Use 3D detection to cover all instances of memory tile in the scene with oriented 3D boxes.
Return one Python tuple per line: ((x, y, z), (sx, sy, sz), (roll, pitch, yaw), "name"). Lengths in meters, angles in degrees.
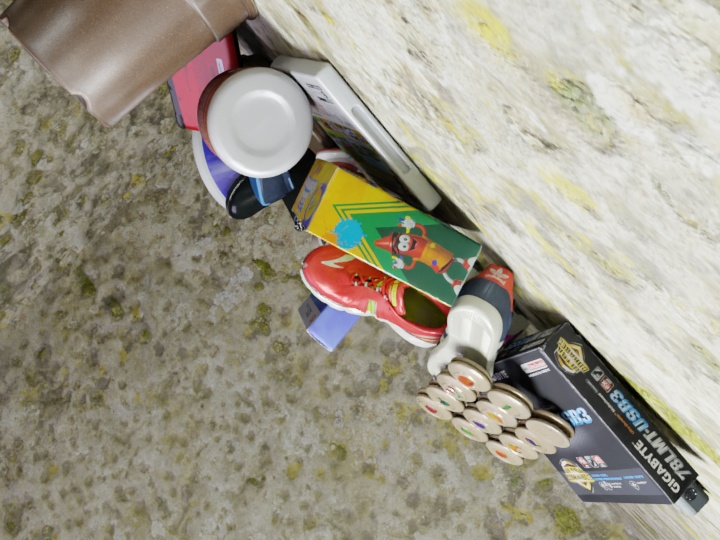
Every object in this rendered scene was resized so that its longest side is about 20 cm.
((0.143, 0.162, 0.973), (0.152, 0.017, 0.200), (33, 157, 3), "memory tile")

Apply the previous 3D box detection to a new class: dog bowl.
((-0.213, -0.213, 1.575), (0.200, 0.078, 0.203), (40, -137, -53), "dog bowl")

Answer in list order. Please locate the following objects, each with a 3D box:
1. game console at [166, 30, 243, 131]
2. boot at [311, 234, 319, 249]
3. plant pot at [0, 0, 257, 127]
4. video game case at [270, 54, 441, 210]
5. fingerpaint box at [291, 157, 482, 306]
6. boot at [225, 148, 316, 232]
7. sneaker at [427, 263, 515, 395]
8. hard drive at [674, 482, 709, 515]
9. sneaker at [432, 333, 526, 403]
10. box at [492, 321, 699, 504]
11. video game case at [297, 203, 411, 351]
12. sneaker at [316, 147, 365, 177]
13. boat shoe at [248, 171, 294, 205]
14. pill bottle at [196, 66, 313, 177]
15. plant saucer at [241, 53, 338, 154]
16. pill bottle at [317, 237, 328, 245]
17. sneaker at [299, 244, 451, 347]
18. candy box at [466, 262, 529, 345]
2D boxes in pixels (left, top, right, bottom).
((-0.201, -0.292, 1.130), (0.170, 0.119, 0.202), (14, 138, 20), "game console")
((0.019, -0.044, 1.436), (0.070, 0.197, 0.148), (124, 138, -67), "boot")
((-0.243, -0.269, 0.898), (0.200, 0.198, 0.200), (46, 179, 1), "plant pot")
((-0.010, -0.151, 0.932), (0.182, 0.023, 0.200), (47, 177, -24), "video game case")
((0.020, -0.048, 0.932), (0.165, 0.074, 0.200), (27, -175, -11), "fingerpaint box")
((-0.121, -0.122, 1.445), (0.073, 0.198, 0.163), (44, -174, -49), "boot")
((0.127, 0.066, 0.947), (0.074, 0.085, 0.201), (29, 150, 9), "sneaker")
((0.302, 0.187, 1.023), (0.200, 0.033, 0.140), (47, 178, -4), "hard drive")
((0.153, 0.131, 1.135), (0.200, 0.112, 0.077), (-18, -82, -64), "sneaker")
((0.229, 0.157, 0.932), (0.199, 0.050, 0.200), (49, 162, 1), "box")
((0.000, 0.000, 1.137), (0.045, 0.201, 0.181), (39, 179, -10), "video game case")
((-0.024, -0.076, 1.172), (0.077, 0.117, 0.200), (-2, 164, 13), "sneaker")
((-0.130, -0.183, 1.222), (0.201, 0.068, 0.085), (90, 155, -54), "boat shoe")
((-0.126, -0.171, 0.983), (0.112, 0.112, 0.200), (46, 178, -20), "pill bottle")
((-0.092, -0.219, 1.181), (0.200, 0.029, 0.200), (46, 177, 3), "plant saucer")
((0.037, -0.017, 1.312), (0.200, 0.114, 0.114), (45, 178, 25), "pill bottle")
((0.028, 0.021, 1.001), (0.198, 0.078, 0.085), (24, 166, -7), "sneaker")
((0.119, 0.021, 1.121), (0.137, 0.061, 0.200), (47, 177, -15), "candy box")
